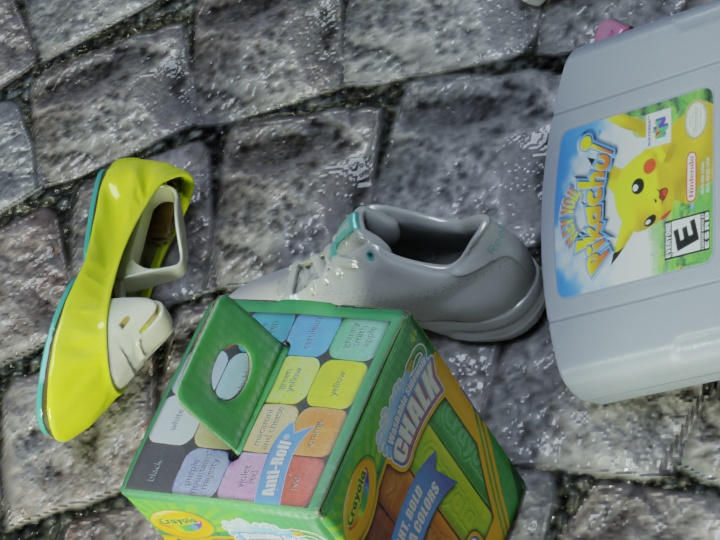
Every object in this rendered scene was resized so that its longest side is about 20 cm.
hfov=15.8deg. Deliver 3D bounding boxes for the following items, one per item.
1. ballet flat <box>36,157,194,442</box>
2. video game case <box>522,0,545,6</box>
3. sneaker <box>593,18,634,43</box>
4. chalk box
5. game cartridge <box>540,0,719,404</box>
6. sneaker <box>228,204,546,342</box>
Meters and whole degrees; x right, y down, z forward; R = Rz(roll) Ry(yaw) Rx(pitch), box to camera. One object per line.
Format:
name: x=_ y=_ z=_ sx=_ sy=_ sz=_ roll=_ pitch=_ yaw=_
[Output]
ballet flat: x=-0.139 y=0.013 z=1.538 sx=0.067 sy=0.067 sz=0.201 roll=0 pitch=51 yaw=14
video game case: x=0.153 y=-0.285 z=1.576 sx=0.182 sy=0.022 sz=0.201 roll=-46 pitch=30 yaw=44
sneaker: x=0.178 y=-0.059 z=1.409 sx=0.096 sy=0.079 sz=0.200 roll=-54 pitch=41 yaw=2
chalk box: x=-0.024 y=0.095 z=1.292 sx=0.124 sy=0.200 sz=0.125 roll=4 pitch=55 yaw=34
game cartridge: x=0.152 y=-0.035 z=1.356 sx=0.133 sy=0.040 sz=0.201 roll=-19 pitch=62 yaw=47
sneaker: x=0.000 y=0.000 z=1.442 sx=0.199 sy=0.089 sz=0.075 roll=-10 pitch=50 yaw=24
